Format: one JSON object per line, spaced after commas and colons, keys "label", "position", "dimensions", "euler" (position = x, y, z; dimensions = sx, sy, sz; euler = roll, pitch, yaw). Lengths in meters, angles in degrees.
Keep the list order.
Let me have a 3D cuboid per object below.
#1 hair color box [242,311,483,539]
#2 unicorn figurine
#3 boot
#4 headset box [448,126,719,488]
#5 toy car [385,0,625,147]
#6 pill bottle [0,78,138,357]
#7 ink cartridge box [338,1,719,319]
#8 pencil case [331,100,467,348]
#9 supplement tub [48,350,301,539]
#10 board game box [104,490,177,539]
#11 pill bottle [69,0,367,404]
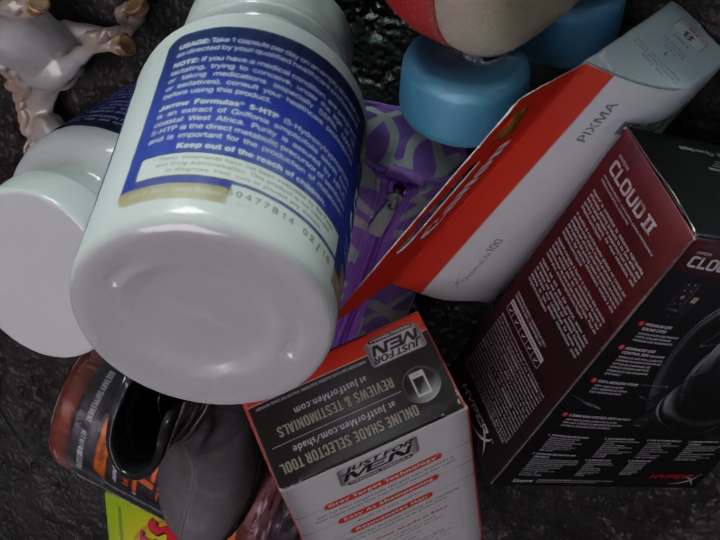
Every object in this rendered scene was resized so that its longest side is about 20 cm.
{"label": "hair color box", "position": [0.007, 0.108, 0.773], "dimensions": [0.201, 0.101, 0.062], "euler": [78, 167, -61]}
{"label": "unicorn figurine", "position": [-0.196, -0.133, 0.861], "dimensions": [0.136, 0.074, 0.200], "euler": [-14, 134, 37]}
{"label": "boot", "position": [-0.099, 0.085, 0.791], "dimensions": [0.069, 0.132, 0.202], "euler": [19, 113, 16]}
{"label": "headset box", "position": [0.157, 0.020, 0.722], "dimensions": [0.201, 0.147, 0.078], "euler": [-58, 41, 35]}
{"label": "toy car", "position": [0.026, -0.196, 0.683], "dimensions": [0.199, 0.177, 0.186], "euler": [29, 137, 25]}
{"label": "pill bottle", "position": [-0.123, -0.039, 0.805], "dimensions": [0.114, 0.200, 0.117], "euler": [11, 119, 21]}
{"label": "ink cartridge box", "position": [0.085, -0.039, 0.700], "dimensions": [0.057, 0.200, 0.163], "euler": [43, 126, 4]}
{"label": "pencil case", "position": [0.000, 0.000, 0.833], "dimensions": [0.083, 0.086, 0.201], "euler": [8, 126, -14]}
{"label": "supplement tub", "position": [-0.092, 0.117, 0.927], "dimensions": [0.198, 0.107, 0.108], "euler": [24, 123, 13]}
{"label": "board game box", "position": [-0.078, 0.208, 1.001], "dimensions": [0.198, 0.048, 0.103], "euler": [12, 120, 21]}
{"label": "pill bottle", "position": [-0.058, -0.049, 0.686], "dimensions": [0.118, 0.201, 0.120], "euler": [5, 137, 5]}
